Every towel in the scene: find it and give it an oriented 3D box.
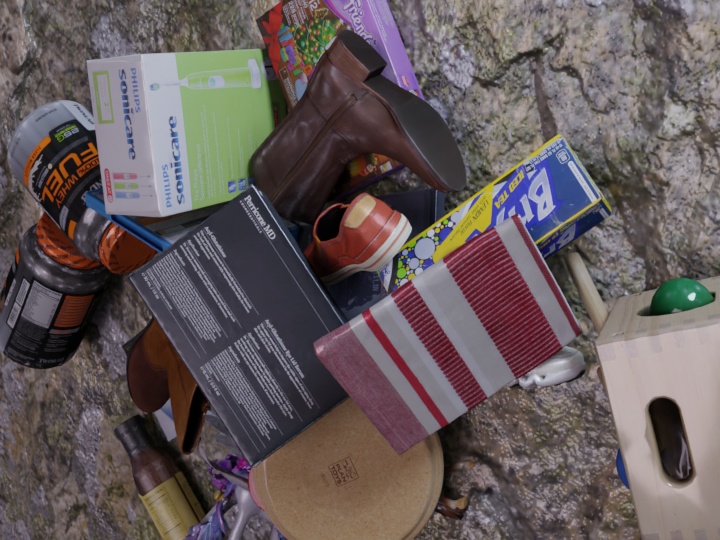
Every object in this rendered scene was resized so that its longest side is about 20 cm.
[{"bbox_3d":[0.076,0.056,0.752,0.198,0.023,0.145,-33,122,6],"label":"towel"}]

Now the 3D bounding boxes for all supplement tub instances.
[{"bbox_3d":[-0.324,-0.099,1.083,0.200,0.122,0.124,44,123,18],"label":"supplement tub"},{"bbox_3d":[-0.398,0.021,1.167,0.123,0.122,0.201,45,123,17],"label":"supplement tub"}]

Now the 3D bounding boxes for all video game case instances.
[{"bbox_3d":[0.000,0.000,0.902,0.197,0.019,0.147,-5,79,42],"label":"video game case"},{"bbox_3d":[-0.182,-0.059,0.961,0.198,0.142,0.018,28,124,35],"label":"video game case"}]

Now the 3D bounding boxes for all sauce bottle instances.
[{"bbox_3d":[-0.258,0.286,1.175,0.066,0.065,0.202,-39,76,36],"label":"sauce bottle"}]

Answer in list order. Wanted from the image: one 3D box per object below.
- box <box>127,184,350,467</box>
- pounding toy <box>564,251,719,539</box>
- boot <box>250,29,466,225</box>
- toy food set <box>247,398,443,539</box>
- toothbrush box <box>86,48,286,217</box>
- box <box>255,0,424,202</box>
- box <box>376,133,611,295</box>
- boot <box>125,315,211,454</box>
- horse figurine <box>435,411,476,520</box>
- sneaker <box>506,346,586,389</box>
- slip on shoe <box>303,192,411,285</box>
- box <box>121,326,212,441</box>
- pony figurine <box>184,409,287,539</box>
[{"bbox_3d":[-0.093,0.049,0.813,0.140,0.079,0.202,-34,88,3],"label":"box"},{"bbox_3d":[0.238,0.083,0.706,0.139,0.184,0.205,-14,95,24],"label":"pounding toy"},{"bbox_3d":[-0.012,-0.092,0.852,0.188,0.064,0.200,52,128,12],"label":"boot"},{"bbox_3d":[-0.016,0.190,0.881,0.197,0.049,0.201,-41,93,8],"label":"toy food set"},{"bbox_3d":[-0.166,-0.145,0.908,0.084,0.199,0.149,4,106,33],"label":"toothbrush box"},{"bbox_3d":[-0.015,-0.187,0.888,0.135,0.039,0.204,-22,89,37],"label":"box"},{"bbox_3d":[0.114,-0.026,0.778,0.198,0.064,0.071,-36,70,16],"label":"box"},{"bbox_3d":[-0.199,0.129,0.988,0.191,0.067,0.201,-60,34,20],"label":"boot"},{"bbox_3d":[0.058,0.166,0.920,0.131,0.049,0.205,4,108,42],"label":"horse figurine"},{"bbox_3d":[0.118,0.055,0.841,0.197,0.075,0.083,15,102,31],"label":"sneaker"},{"bbox_3d":[-0.016,-0.032,0.826,0.061,0.075,0.199,40,165,-12],"label":"slip on shoe"},{"bbox_3d":[-0.201,0.110,1.101,0.198,0.037,0.139,-32,83,37],"label":"box"},{"bbox_3d":[-0.114,0.245,0.999,0.190,0.167,0.203,26,105,-14],"label":"pony figurine"}]
